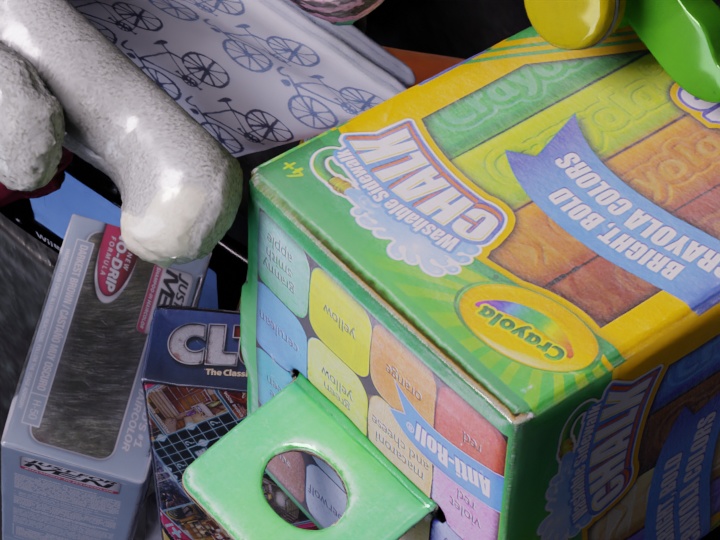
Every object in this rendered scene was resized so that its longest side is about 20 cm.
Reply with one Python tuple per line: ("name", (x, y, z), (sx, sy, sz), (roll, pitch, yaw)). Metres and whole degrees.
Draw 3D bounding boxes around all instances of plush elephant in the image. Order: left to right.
("plush elephant", (-0.150, -0.034, 0.698), (0.200, 0.155, 0.165), (43, 180, -15))

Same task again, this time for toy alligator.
("toy alligator", (0.046, -0.119, 0.701), (0.200, 0.059, 0.054), (38, 126, 29))

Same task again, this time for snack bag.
("snack bag", (-0.102, -0.098, 0.767), (0.200, 0.021, 0.188), (36, 158, -25))

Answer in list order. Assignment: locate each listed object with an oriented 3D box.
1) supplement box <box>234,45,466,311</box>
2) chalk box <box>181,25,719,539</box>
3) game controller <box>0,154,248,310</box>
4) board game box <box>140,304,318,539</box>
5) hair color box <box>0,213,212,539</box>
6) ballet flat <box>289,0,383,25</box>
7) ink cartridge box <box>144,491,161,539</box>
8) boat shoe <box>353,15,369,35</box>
("supplement box", (0.000, 0.000, 0.864), (0.200, 0.066, 0.069), (115, 158, -59))
("chalk box", (0.043, 0.024, 0.693), (0.124, 0.199, 0.124), (41, 146, 31))
("game controller", (-0.099, -0.017, 1.019), (0.200, 0.042, 0.105), (33, 145, 18))
("board game box", (-0.010, 0.087, 0.899), (0.200, 0.135, 0.035), (92, -176, -56))
("hair color box", (-0.111, 0.058, 0.992), (0.060, 0.099, 0.200), (16, 161, -4))
("ballet flat", (-0.026, -0.168, 0.696), (0.071, 0.069, 0.201), (137, 123, -79))
("ink cartridge box", (-0.012, 0.190, 1.062), (0.200, 0.086, 0.147), (44, 148, 26))
("boat shoe", (-0.031, -0.088, 0.841), (0.067, 0.072, 0.200), (22, 162, 7))
